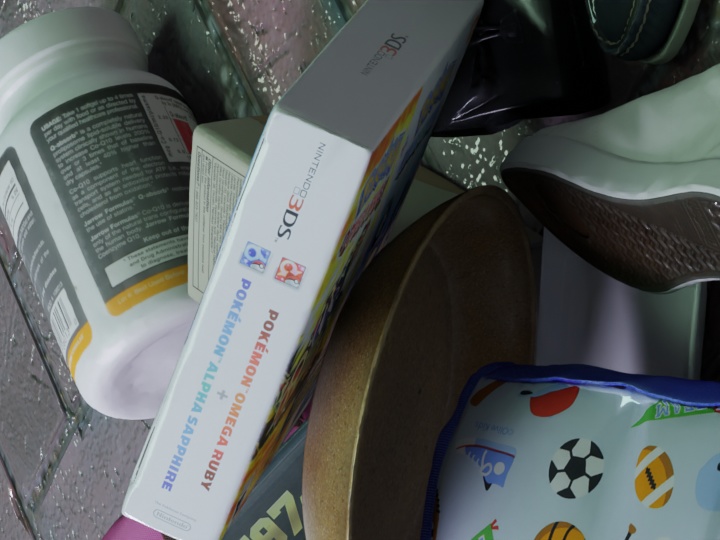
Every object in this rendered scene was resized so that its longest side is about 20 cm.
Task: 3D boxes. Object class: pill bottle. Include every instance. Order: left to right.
[{"bbox_3d":[-0.126,-0.032,1.488,0.200,0.116,0.116,64,147,26],"label":"pill bottle"}]

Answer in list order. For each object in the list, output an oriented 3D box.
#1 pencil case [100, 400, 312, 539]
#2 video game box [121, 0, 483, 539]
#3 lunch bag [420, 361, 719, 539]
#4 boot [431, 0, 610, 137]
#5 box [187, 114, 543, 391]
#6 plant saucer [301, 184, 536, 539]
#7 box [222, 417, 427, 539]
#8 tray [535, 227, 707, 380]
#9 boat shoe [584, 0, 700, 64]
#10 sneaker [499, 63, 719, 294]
[{"bbox_3d":[-0.083,0.134,1.338,0.200,0.091,0.094,-53,9,4],"label":"pencil case"},{"bbox_3d":[-0.019,-0.011,1.125,0.047,0.200,0.183,22,116,5],"label":"video game box"},{"bbox_3d":[0.111,0.139,1.105,0.170,0.124,0.201,5,99,47],"label":"lunch bag"},{"bbox_3d":[0.025,-0.155,1.238,0.165,0.066,0.201,-11,92,53],"label":"boot"},{"bbox_3d":[0.000,0.000,1.319,0.200,0.078,0.095,35,127,51],"label":"box"},{"bbox_3d":[0.021,0.061,1.155,0.035,0.200,0.201,11,113,21],"label":"plant saucer"},{"bbox_3d":[-0.026,0.180,1.229,0.158,0.200,0.051,45,165,-3],"label":"box"},{"bbox_3d":[0.112,0.069,1.207,0.107,0.022,0.201,32,126,53],"label":"tray"},{"bbox_3d":[0.099,-0.177,1.113,0.075,0.062,0.201,28,123,51],"label":"boat shoe"},{"bbox_3d":[0.131,-0.041,1.102,0.073,0.085,0.200,48,163,-23],"label":"sneaker"}]
